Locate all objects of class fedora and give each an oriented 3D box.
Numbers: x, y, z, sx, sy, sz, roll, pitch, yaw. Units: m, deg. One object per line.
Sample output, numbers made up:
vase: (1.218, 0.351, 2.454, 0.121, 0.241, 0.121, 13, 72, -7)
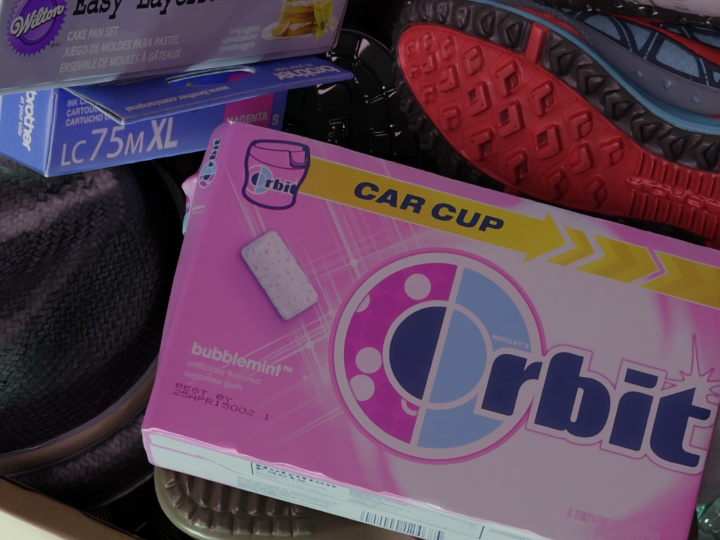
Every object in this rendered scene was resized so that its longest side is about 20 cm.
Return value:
fedora: (-0.139, 0.003, 1.057, 0.200, 0.092, 0.202, -1, 78, 4)

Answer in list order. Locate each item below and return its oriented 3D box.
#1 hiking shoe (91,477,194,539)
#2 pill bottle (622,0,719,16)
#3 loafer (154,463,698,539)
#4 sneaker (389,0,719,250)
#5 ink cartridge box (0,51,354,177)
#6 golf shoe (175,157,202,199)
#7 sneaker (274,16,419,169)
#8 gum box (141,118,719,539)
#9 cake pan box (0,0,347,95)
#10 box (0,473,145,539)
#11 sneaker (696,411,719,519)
hiking shoe: (-0.091, 0.118, 1.156, 0.100, 0.076, 0.201, 10, 103, -7)
pill bottle: (0.053, -0.164, 1.051, 0.199, 0.114, 0.114, 12, 102, 21)
loafer: (0.024, 0.082, 1.054, 0.199, 0.067, 0.076, 11, 78, -2)
sneaker: (0.107, -0.053, 1.054, 0.199, 0.096, 0.080, 24, 121, 7)
ink cartridge box: (-0.114, -0.078, 1.044, 0.200, 0.119, 0.042, 22, 113, 37)
golf shoe: (-0.109, 0.010, 1.166, 0.092, 0.073, 0.200, 44, 112, 14)
sneaker: (0.000, 0.000, 1.118, 0.075, 0.088, 0.201, -1, 103, 0)
gum box: (0.024, 0.031, 0.997, 0.199, 0.066, 0.114, 15, 76, 2)
cake pan box: (-0.130, -0.126, 1.010, 0.200, 0.184, 0.052, 30, 114, 33)
box: (-0.087, 0.167, 1.088, 0.199, 0.021, 0.164, 24, 130, -6)
sneaker: (0.130, 0.063, 1.081, 0.199, 0.075, 0.089, 11, 113, 28)
